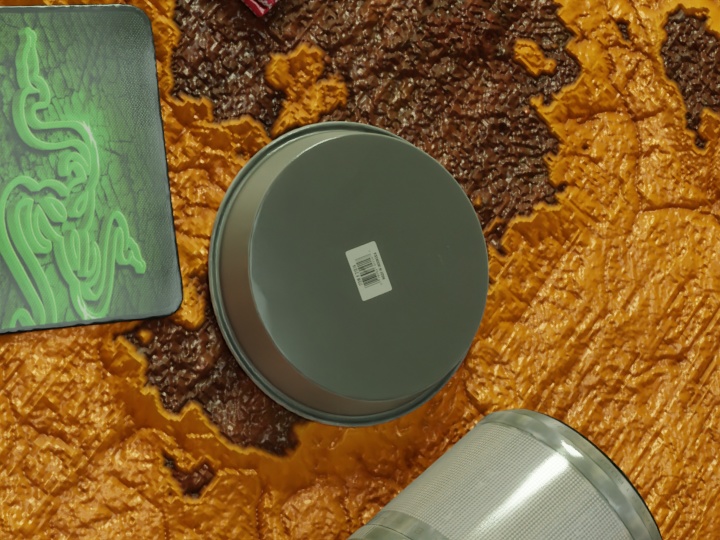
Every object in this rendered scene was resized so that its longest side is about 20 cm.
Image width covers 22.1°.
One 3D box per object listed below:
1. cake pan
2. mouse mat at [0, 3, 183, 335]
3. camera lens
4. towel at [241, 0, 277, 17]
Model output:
[{"bbox_3d":[0.000,0.000,1.194,0.199,0.037,0.202,3,83,-25],"label":"cake pan"},{"bbox_3d":[-0.193,-0.064,1.128,0.160,0.008,0.202,-6,87,-26],"label":"mouse mat"},{"bbox_3d":[0.078,0.197,1.138,0.200,0.160,0.160,-39,100,-24],"label":"camera lens"},{"bbox_3d":[-0.055,-0.285,1.213,0.145,0.022,0.200,43,68,-14],"label":"towel"}]
